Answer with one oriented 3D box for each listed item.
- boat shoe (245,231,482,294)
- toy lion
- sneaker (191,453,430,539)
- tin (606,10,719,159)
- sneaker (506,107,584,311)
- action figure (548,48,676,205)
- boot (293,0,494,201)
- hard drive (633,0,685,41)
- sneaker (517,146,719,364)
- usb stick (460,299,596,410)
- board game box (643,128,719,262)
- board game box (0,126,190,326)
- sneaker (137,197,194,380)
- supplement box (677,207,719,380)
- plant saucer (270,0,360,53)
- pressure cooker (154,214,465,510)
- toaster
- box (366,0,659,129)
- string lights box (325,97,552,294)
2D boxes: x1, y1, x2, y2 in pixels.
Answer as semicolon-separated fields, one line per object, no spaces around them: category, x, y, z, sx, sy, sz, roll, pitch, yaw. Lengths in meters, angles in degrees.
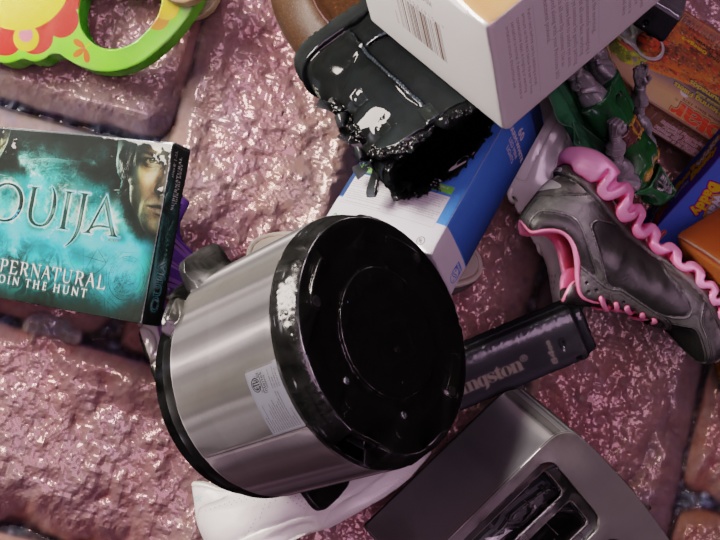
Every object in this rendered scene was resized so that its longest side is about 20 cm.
boat shoe;0.000;0.000;0.827;0.197;0.057;0.068;0;61;-9
toy lion;-0.243;-0.237;0.813;0.200;0.069;0.192;45;91;-2
sneaker;-0.043;0.162;0.798;0.198;0.075;0.090;-25;82;0
tin;0.286;-0.151;0.844;0.198;0.042;0.113;32;58;-2
sneaker;0.161;-0.060;0.840;0.086;0.074;0.204;-3;84;11
action figure;0.193;-0.126;0.774;0.201;0.054;0.119;50;55;-29
boot;0.052;-0.156;0.749;0.197;0.074;0.163;-37;50;0
hard drive;0.179;-0.278;0.822;0.198;0.033;0.140;31;42;-2
sneaker;0.197;0.006;0.762;0.095;0.079;0.200;-43;92;-10
usb stick;0.092;0.082;0.812;0.198;0.033;0.056;-24;105;8
board game box;0.332;-0.059;0.789;0.133;0.201;0.045;29;45;-3
board game box;-0.232;-0.039;0.774;0.197;0.028;0.138;7;86;23
sneaker;-0.139;0.033;0.797;0.082;0.081;0.203;-16;88;-11
supplement box;0.317;0.046;0.797;0.066;0.069;0.202;-30;119;-6
plant saucer;0.020;-0.252;0.846;0.197;0.037;0.204;0;87;-4
pressure cooker;-0.048;0.066;0.706;0.177;0.199;0.178;23;57;-38
toaster;0.133;0.211;0.772;0.200;0.119;0.181;-42;106;-5
box;0.115;-0.226;0.672;0.199;0.107;0.152;-40;60;-9
string lights box;0.067;-0.090;0.782;0.102;0.059;0.201;18;66;33
